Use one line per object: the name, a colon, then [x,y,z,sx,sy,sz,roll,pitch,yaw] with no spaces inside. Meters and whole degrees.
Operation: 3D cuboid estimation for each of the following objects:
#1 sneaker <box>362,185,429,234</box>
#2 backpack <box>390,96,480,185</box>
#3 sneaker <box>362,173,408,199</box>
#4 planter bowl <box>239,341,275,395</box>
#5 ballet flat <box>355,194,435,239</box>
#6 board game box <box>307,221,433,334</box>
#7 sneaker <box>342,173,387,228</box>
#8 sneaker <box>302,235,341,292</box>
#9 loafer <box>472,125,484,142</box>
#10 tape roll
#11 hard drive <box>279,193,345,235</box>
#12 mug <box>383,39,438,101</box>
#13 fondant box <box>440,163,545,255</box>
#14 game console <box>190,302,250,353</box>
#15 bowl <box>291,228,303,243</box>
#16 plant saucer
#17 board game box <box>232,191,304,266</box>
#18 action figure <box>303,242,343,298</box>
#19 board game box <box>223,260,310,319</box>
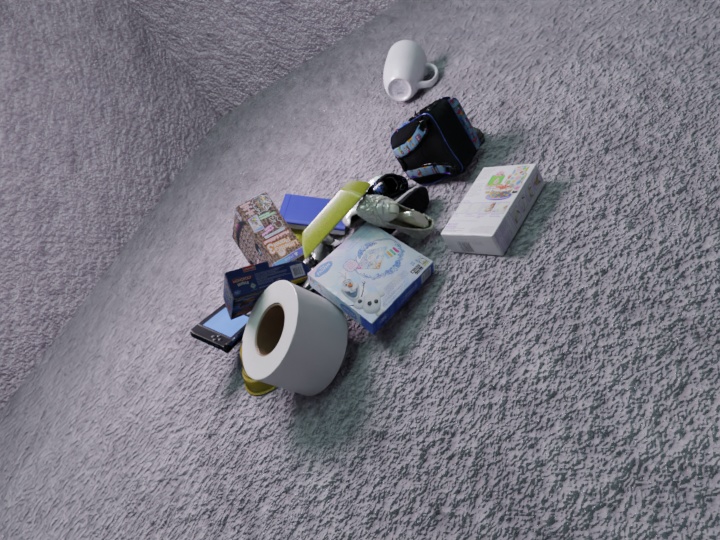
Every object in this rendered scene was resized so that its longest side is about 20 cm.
sneaker: [0.084,-0.154,1.352,0.197,0.074,0.081,-32,36,-32]
backpack: [0.178,-0.318,1.415,0.135,0.185,0.198,-46,17,-28]
sneaker: [0.083,-0.212,1.421,0.077,0.071,0.199,-35,1,38]
planter bowl: [-0.226,0.184,1.327,0.196,0.084,0.204,-30,32,21]
ballet flat: [0.086,-0.126,1.249,0.072,0.194,0.074,-39,43,50]
board game box: [0.022,0.008,1.185,0.197,0.044,0.199,34,62,31]
sneaker: [0.028,-0.185,1.533,0.197,0.075,0.088,-36,53,7]
sneaker: [-0.116,-0.014,1.438,0.074,0.078,0.204,-43,18,47]
loafer: [0.242,-0.362,1.494,0.072,0.063,0.197,-50,31,-16]
tape roll: [-0.137,0.141,1.162,0.200,0.137,0.210,-29,50,40]
hard drive: [-0.132,-0.163,1.598,0.192,0.026,0.134,7,42,1]
mug: [0.171,-0.671,1.916,0.192,0.150,0.180,6,52,12]
fondant box: [0.276,-0.129,1.164,0.142,0.058,0.203,7,56,52]
game console: [-0.306,0.105,1.416,0.200,0.165,0.122,-47,-25,-64]
bowl: [-0.208,-0.087,1.626,0.196,0.108,0.204,-29,33,21]
plant saucer: [-0.064,-0.136,1.325,0.200,0.048,0.201,-46,7,16]
board game box: [-0.245,-0.068,1.476,0.095,0.202,0.160,-30,-15,-27]
action figure: [-0.067,-0.011,1.315,0.117,0.102,0.204,-30,35,23]
board game box: [-0.237,0.043,1.285,0.195,0.064,0.199,-17,-12,-34]
